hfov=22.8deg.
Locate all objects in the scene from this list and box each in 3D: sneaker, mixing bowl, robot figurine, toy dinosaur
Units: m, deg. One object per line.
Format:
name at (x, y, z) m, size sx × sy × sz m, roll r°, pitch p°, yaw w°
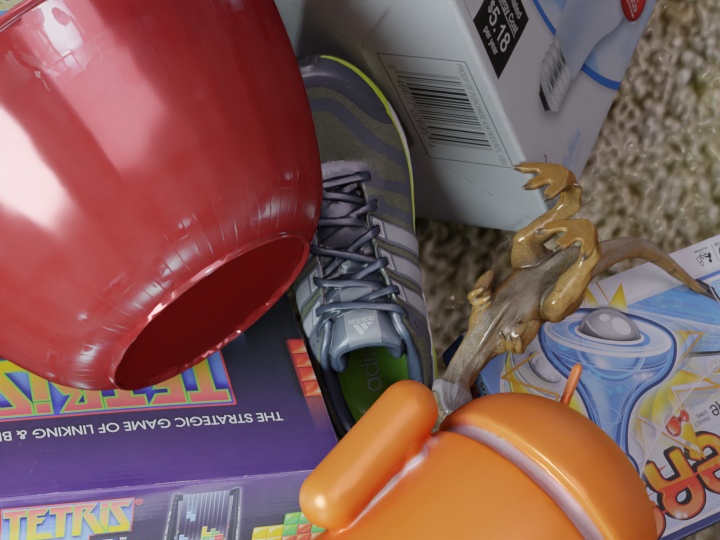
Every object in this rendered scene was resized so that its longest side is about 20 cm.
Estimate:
sneaker at (0.000, 0.000, 0.811) m, size 0.073 × 0.081 × 0.202 m, roll -16°, pitch 110°, yaw 1°
mixing bowl at (-0.089, -0.024, 0.712) m, size 0.199 × 0.201 × 0.109 m, roll -31°, pitch 73°, yaw -25°
robot figurine at (0.044, 0.132, 0.734) m, size 0.144 × 0.117 × 0.200 m, roll 40°, pitch 65°, yaw 20°
toy dinosaur at (0.093, 0.002, 0.842) m, size 0.199 × 0.107 × 0.060 m, roll -31°, pitch 57°, yaw -32°

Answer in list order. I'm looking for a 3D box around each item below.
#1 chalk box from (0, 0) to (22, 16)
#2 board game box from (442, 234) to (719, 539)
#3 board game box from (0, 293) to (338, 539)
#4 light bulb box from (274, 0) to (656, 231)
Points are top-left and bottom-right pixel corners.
chalk box at (-0.153, -0.111, 0.796) m, size 0.124 × 0.200 × 0.125 m, roll -26°, pitch 78°, yaw -23°
board game box at (0.158, 0.065, 0.913) m, size 0.198 × 0.034 × 0.136 m, roll -20°, pitch 76°, yaw -23°
board game box at (-0.121, 0.055, 0.783) m, size 0.198 × 0.057 × 0.166 m, roll -3°, pitch 40°, yaw -18°
light bulb box at (0.050, -0.160, 0.864) m, size 0.124 × 0.199 × 0.201 m, roll 9°, pitch 60°, yaw 31°
